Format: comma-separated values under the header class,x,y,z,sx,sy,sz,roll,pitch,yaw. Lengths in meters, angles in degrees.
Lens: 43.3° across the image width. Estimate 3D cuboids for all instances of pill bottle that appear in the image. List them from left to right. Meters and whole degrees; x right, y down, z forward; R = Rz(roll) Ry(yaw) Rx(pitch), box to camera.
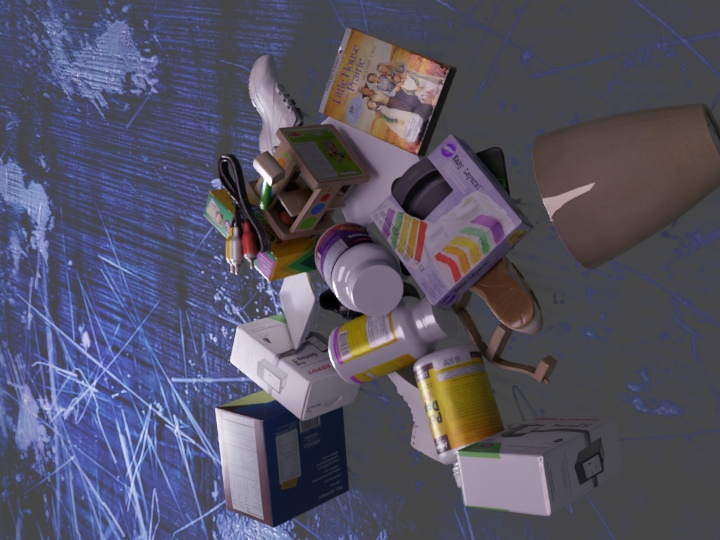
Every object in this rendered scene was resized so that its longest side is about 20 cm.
class,x,y,z,sx,sy,sz,roll,pitch,yaw
pill bottle,0.000,0.000,1.443,0.200,0.111,0.112,-130,42,-66
pill bottle,0.053,0.106,1.444,0.200,0.104,0.105,-26,82,30
pill bottle,0.156,0.222,1.379,0.109,0.109,0.201,-32,67,43

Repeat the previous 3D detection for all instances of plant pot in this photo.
class,x,y,z,sx,sy,sz,roll,pitch,yaw
plant pot,0.346,-0.121,1.124,0.199,0.187,0.188,-22,84,30

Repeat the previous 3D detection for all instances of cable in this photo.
class,x,y,z,sx,sy,sz,roll,pitch,yaw
cable,-0.199,-0.095,1.484,0.097,0.050,0.201,-9,94,49

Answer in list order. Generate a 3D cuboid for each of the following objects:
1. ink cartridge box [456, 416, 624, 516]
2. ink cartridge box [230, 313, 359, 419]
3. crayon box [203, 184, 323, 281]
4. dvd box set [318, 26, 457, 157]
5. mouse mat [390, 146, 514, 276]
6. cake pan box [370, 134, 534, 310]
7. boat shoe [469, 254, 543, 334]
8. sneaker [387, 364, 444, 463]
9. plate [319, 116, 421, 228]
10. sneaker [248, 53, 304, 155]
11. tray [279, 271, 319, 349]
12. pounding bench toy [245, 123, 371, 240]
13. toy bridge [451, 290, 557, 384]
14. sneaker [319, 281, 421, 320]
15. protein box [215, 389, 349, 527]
class,x,y,z,sx,sy,sz,roll,pitch,yaw
ink cartridge box,0.255,0.269,1.274,0.145,0.200,0.084,-8,92,44
ink cartridge box,-0.112,0.166,1.631,0.200,0.145,0.084,33,120,34
crayon box,-0.149,-0.076,1.599,0.200,0.172,0.058,42,126,28
dvd box set,0.039,-0.283,1.426,0.200,0.029,0.147,29,107,26
mouse mat,0.137,-0.088,1.379,0.199,0.008,0.162,-15,74,30
cake pan box,0.130,-0.076,1.347,0.184,0.052,0.200,-42,60,18
boat shoe,0.206,0.021,1.346,0.074,0.069,0.200,-39,48,14
sneaker,0.094,0.234,1.510,0.200,0.074,0.116,41,122,28
plate,0.016,-0.190,1.510,0.199,0.032,0.201,-36,75,44
sneaker,-0.142,-0.289,1.625,0.087,0.074,0.201,-5,104,33
tray,-0.108,0.049,1.633,0.200,0.022,0.108,-115,41,-59
pounding bench toy,-0.119,-0.137,1.491,0.124,0.200,0.156,54,130,20
toy bridge,0.214,0.111,1.396,0.200,0.027,0.067,41,128,29
sneaker,0.014,0.059,1.532,0.199,0.091,0.076,1,101,42
protein box,-0.140,0.331,1.671,0.135,0.198,0.201,6,104,43
